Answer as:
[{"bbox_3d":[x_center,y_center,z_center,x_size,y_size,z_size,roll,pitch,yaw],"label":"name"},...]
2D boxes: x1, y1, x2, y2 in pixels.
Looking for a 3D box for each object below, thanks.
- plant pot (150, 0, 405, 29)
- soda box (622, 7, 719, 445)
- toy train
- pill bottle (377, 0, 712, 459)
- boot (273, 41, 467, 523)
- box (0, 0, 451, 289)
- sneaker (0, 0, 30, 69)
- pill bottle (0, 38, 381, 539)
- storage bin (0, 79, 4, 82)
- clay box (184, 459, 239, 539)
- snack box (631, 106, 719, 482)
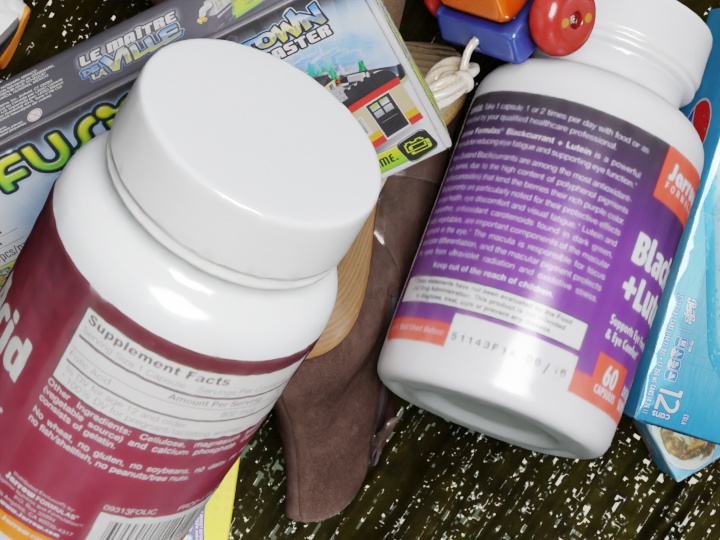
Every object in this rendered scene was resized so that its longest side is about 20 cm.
[{"bbox_3d":[-0.044,-0.186,0.833,0.186,0.187,0.201,-10,112,-8],"label":"plant pot"},{"bbox_3d":[0.176,-0.021,0.884,0.064,0.068,0.201,16,91,-11],"label":"soda box"},{"bbox_3d":[0.044,-0.140,0.790,0.200,0.084,0.116,-51,134,-14],"label":"toy train"},{"bbox_3d":[0.090,-0.026,0.842,0.111,0.111,0.201,22,79,-10],"label":"pill bottle"},{"bbox_3d":[0.000,0.000,0.891,0.072,0.200,0.167,12,130,21],"label":"boot"},{"bbox_3d":[-0.074,-0.052,0.750,0.199,0.035,0.110,-25,137,8],"label":"box"},{"bbox_3d":[-0.236,-0.069,0.766,0.200,0.076,0.092,-43,92,-11],"label":"sneaker"},{"bbox_3d":[-0.079,0.018,0.710,0.114,0.114,0.200,27,125,-10],"label":"pill bottle"},{"bbox_3d":[-0.230,-0.032,0.846,0.199,0.094,0.136,12,93,-9],"label":"storage bin"},{"bbox_3d":[-0.090,0.136,0.872,0.047,0.115,0.202,9,93,-9],"label":"clay box"},{"bbox_3d":[0.157,-0.009,0.936,0.116,0.037,0.201,-31,99,-4],"label":"snack box"}]
